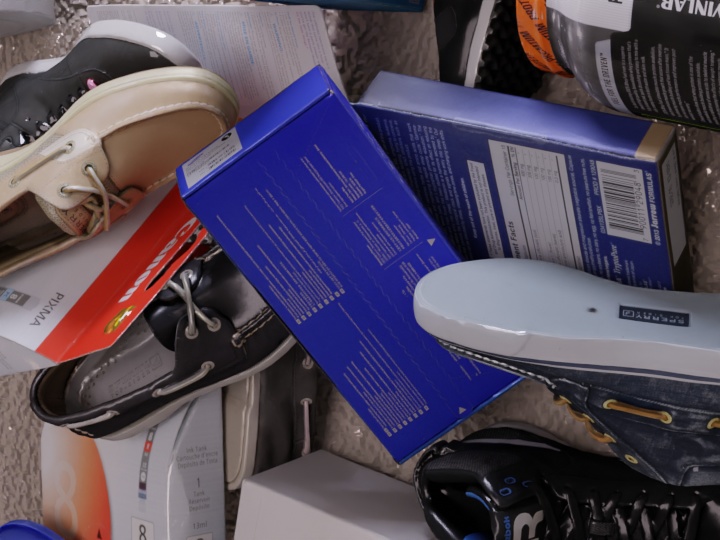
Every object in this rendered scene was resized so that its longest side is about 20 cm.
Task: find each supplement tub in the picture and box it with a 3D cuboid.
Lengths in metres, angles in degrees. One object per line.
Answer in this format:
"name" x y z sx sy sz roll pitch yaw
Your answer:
"supplement tub" 0.182 -0.126 0.881 0.199 0.122 0.123 15 102 30

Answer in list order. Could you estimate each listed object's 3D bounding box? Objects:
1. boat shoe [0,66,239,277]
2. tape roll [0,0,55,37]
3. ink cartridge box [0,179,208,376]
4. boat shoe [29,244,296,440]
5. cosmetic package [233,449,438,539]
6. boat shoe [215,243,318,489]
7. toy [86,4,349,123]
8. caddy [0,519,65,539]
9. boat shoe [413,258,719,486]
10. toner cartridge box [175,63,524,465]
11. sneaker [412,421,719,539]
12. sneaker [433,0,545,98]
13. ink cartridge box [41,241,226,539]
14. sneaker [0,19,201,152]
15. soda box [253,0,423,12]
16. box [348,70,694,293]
"boat shoe" -0.154 -0.045 1.015 0.199 0.072 0.065 -23 46 15
"tape roll" -0.292 -0.213 1.133 0.202 0.202 0.140 -3 92 33
"ink cartridge box" -0.153 -0.014 1.055 0.047 0.160 0.200 48 150 -18
"boat shoe" -0.101 0.031 1.025 0.200 0.060 0.074 -31 67 26
"cosmetic package" 0.027 0.186 1.034 0.199 0.085 0.108 16 106 29
"boat shoe" -0.050 0.031 1.080 0.067 0.057 0.201 26 113 48
"toy" -0.069 -0.108 1.082 0.199 0.047 0.116 6 122 41
"caddy" -0.214 0.245 1.174 0.142 0.105 0.200 50 139 10
"boat shoe" 0.122 0.056 0.932 0.199 0.071 0.091 9 123 11
"toner cartridge box" 0.000 0.000 0.967 0.095 0.043 0.200 -34 116 7
"sneaker" 0.118 0.135 0.953 0.199 0.112 0.073 11 104 32
"sneaker" 0.061 -0.175 0.992 0.090 0.070 0.201 15 98 37
"ink cartridge box" -0.142 0.083 1.123 0.162 0.050 0.201 5 101 54
"sneaker" -0.167 -0.079 1.069 0.200 0.071 0.100 -10 48 50
"soda box" -0.042 -0.174 0.974 0.068 0.200 0.065 6 95 32
"box" 0.073 -0.041 0.968 0.199 0.032 0.121 13 142 27
